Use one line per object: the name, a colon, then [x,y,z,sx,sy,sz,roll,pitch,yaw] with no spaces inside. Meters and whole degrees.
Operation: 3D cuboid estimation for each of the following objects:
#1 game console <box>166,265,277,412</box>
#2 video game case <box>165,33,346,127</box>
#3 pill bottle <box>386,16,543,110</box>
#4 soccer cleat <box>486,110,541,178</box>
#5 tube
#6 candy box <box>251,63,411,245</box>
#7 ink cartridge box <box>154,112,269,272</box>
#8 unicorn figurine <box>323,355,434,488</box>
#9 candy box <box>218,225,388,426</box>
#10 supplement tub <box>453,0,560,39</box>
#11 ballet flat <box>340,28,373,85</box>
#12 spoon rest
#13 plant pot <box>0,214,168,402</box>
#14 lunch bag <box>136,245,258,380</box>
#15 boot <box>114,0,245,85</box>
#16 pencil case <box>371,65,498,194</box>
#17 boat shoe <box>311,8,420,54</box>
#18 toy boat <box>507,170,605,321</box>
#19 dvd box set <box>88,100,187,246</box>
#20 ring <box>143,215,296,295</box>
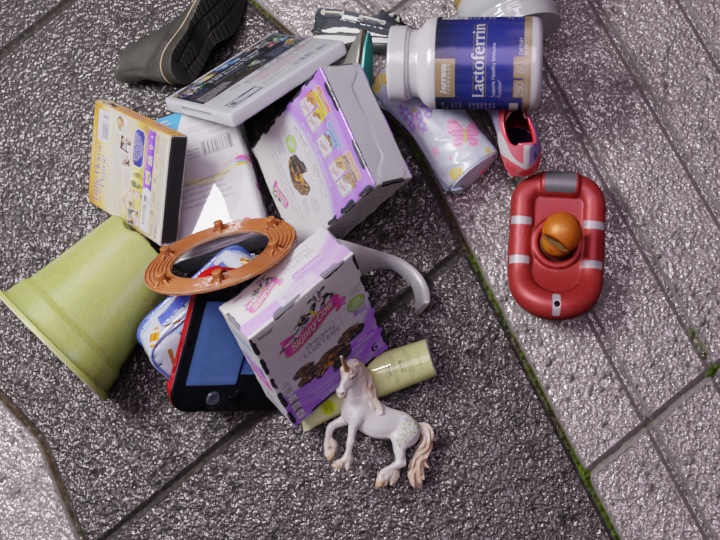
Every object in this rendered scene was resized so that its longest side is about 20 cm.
game console: [-0.151,0.092,1.323,0.174,0.031,0.203,6,113,-32]
video game case: [-0.142,-0.261,1.388,0.199,0.024,0.180,-38,34,-24]
pill bottle: [0.134,-0.266,1.323,0.195,0.116,0.118,1,80,9]
soccer cleat: [0.200,-0.219,1.389,0.065,0.077,0.203,-10,60,-4]
tube: [0.004,0.149,1.378,0.196,0.052,0.059,-19,39,7]
candy box: [-0.044,-0.143,1.354,0.071,0.199,0.170,-15,75,-40]
ink cartridge box: [-0.214,-0.115,1.428,0.142,0.085,0.204,-17,77,3]
unicorn figurine: [0.012,0.199,1.338,0.198,0.074,0.139,26,90,-27]
candy box: [-0.066,0.073,1.295,0.167,0.202,0.071,-39,51,-15]
supplement tub: [0.188,-0.413,1.411,0.142,0.144,0.204,-16,78,2]
ballet flat: [-0.014,-0.225,1.399,0.062,0.068,0.204,3,115,13]
spoon rest: [0.000,0.000,1.378,0.197,0.100,0.062,19,56,-15]
plant pot: [-0.346,0.036,1.371,0.200,0.201,0.185,41,76,11]
lunch bag: [-0.186,0.067,1.354,0.200,0.161,0.076,-42,41,-4]
boot: [-0.264,-0.348,1.486,0.136,0.078,0.201,4,48,38]
pencil case: [0.100,-0.204,1.412,0.090,0.083,0.201,-35,79,-16]
boat shoe: [0.026,-0.338,1.449,0.195,0.076,0.062,5,86,6]
toy boat: [0.258,-0.038,1.343,0.127,0.131,0.205,3,80,6]
dvd box set: [-0.304,-0.135,1.388,0.198,0.029,0.149,26,114,43]
ring: [-0.175,-0.025,1.277,0.196,0.201,0.020,-15,115,3]
